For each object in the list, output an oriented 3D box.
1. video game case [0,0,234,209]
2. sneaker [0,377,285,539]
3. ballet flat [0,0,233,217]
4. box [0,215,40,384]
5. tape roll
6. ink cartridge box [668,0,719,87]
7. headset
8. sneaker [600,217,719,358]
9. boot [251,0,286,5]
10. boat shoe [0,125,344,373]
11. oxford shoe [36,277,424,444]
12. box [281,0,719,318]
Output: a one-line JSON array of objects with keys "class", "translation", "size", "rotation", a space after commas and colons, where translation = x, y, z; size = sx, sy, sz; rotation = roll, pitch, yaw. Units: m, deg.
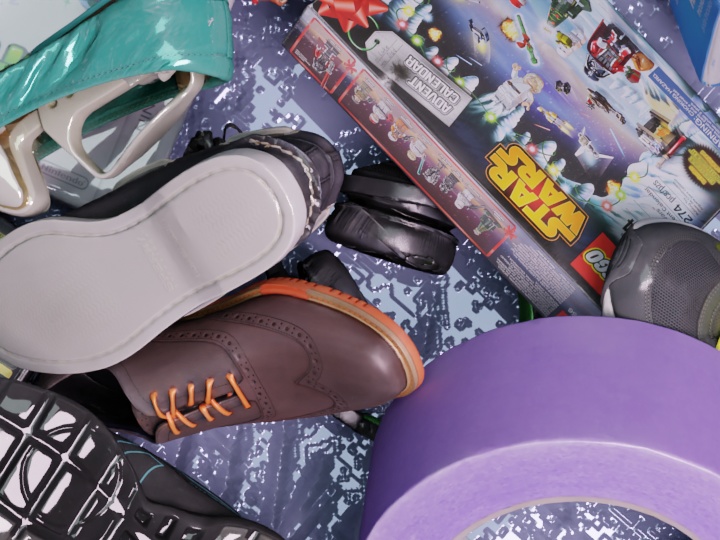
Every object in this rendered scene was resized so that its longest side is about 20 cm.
[{"class": "video game case", "translation": [-0.163, -0.140, 1.137], "size": [0.200, 0.024, 0.182], "rotation": [24, 84, -13]}, {"class": "sneaker", "translation": [-0.116, 0.111, 1.075], "size": [0.200, 0.079, 0.075], "rotation": [36, 85, -22]}, {"class": "ballet flat", "translation": [-0.141, -0.065, 1.063], "size": [0.200, 0.067, 0.071], "rotation": [-27, 73, 17]}, {"class": "box", "translation": [-0.251, 0.016, 1.135], "size": [0.200, 0.049, 0.161], "rotation": [32, 88, 2]}, {"class": "tape roll", "translation": [0.099, 0.122, 1.059], "size": [0.199, 0.085, 0.200], "rotation": [3, 127, 4]}, {"class": "ink cartridge box", "translation": [0.198, -0.207, 1.117], "size": [0.144, 0.085, 0.200], "rotation": [-17, 68, -3]}, {"class": "headset", "translation": [0.000, 0.000, 1.118], "size": [0.200, 0.094, 0.124], "rotation": [37, 85, -7]}, {"class": "sneaker", "translation": [0.190, 0.036, 1.080], "size": [0.200, 0.085, 0.075], "rotation": [33, 73, -37]}, {"class": "boot", "translation": [-0.075, -0.163, 1.078], "size": [0.200, 0.075, 0.107], "rotation": [-15, 72, 8]}, {"class": "boat shoe", "translation": [-0.092, -0.011, 1.059], "size": [0.200, 0.060, 0.074], "rotation": [-28, 95, 36]}, {"class": "oxford shoe", "translation": [-0.062, 0.052, 1.076], "size": [0.073, 0.200, 0.071], "rotation": [-53, 127, -40]}, {"class": "box", "translation": [0.079, -0.078, 1.122], "size": [0.200, 0.040, 0.137], "rotation": [46, 56, 2]}]
